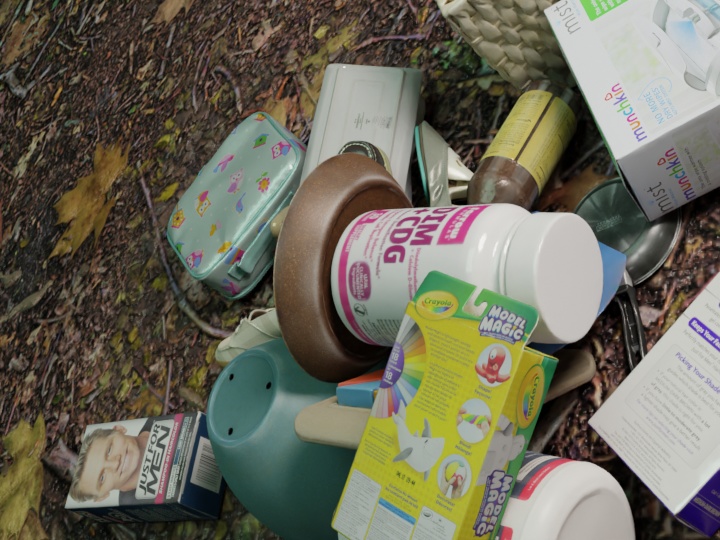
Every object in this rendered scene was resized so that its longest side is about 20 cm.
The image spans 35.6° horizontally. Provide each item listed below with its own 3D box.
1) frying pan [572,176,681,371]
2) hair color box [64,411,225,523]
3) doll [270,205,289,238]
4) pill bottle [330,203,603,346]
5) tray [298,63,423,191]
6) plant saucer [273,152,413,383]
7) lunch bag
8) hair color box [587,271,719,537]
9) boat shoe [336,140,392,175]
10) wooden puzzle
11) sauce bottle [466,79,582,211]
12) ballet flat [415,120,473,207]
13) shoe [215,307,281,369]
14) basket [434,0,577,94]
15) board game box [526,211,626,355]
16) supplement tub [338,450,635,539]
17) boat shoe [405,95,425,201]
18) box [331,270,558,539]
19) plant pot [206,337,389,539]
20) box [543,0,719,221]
[{"bbox_3d":[0.210,-0.002,0.958,0.114,0.031,0.192,-1,62,46],"label":"frying pan"},{"bbox_3d":[-0.231,0.217,1.222,0.198,0.060,0.101,-13,56,40],"label":"hair color box"},{"bbox_3d":[-0.020,-0.029,1.140,0.048,0.138,0.199,-29,23,-30],"label":"doll"},{"bbox_3d":[0.082,0.006,0.886,0.198,0.113,0.115,-1,65,42],"label":"pill bottle"},{"bbox_3d":[0.002,-0.144,1.137,0.106,0.022,0.202,5,53,6],"label":"tray"},{"bbox_3d":[0.000,0.000,0.979,0.034,0.200,0.203,8,70,36],"label":"plant saucer"},{"bbox_3d":[-0.130,-0.069,1.293,0.201,0.077,0.160,-51,42,7],"label":"lunch bag"},{"bbox_3d":[0.273,0.078,0.815,0.201,0.065,0.109,-51,40,9],"label":"hair color box"},{"bbox_3d":[-0.019,-0.032,1.025,0.072,0.065,0.203,2,71,26],"label":"boat shoe"},{"bbox_3d":[0.069,0.097,0.929,0.183,0.199,0.038,-1,105,44],"label":"wooden puzzle"},{"bbox_3d":[0.135,-0.086,1.013,0.064,0.065,0.201,3,48,45],"label":"sauce bottle"},{"bbox_3d":[0.089,-0.063,1.098,0.063,0.068,0.202,-7,57,9],"label":"ballet flat"},{"bbox_3d":[-0.079,0.051,1.161,0.198,0.054,0.070,-22,9,33],"label":"shoe"},{"bbox_3d":[0.153,-0.265,1.052,0.135,0.199,0.124,-34,50,23],"label":"basket"},{"bbox_3d":[0.136,0.030,0.956,0.158,0.039,0.200,-39,30,-9],"label":"board game box"},{"bbox_3d":[0.093,0.203,0.853,0.198,0.140,0.142,4,68,45],"label":"supplement tub"},{"bbox_3d":[0.020,-0.115,1.190,0.068,0.056,0.202,-10,59,40],"label":"boat shoe"},{"bbox_3d":[0.060,0.109,0.784,0.117,0.048,0.203,22,95,46],"label":"box"},{"bbox_3d":[-0.066,0.142,1.052,0.199,0.134,0.202,-24,50,32],"label":"plant pot"},{"bbox_3d":[0.271,-0.172,0.937,0.175,0.097,0.202,-27,48,16],"label":"box"}]
